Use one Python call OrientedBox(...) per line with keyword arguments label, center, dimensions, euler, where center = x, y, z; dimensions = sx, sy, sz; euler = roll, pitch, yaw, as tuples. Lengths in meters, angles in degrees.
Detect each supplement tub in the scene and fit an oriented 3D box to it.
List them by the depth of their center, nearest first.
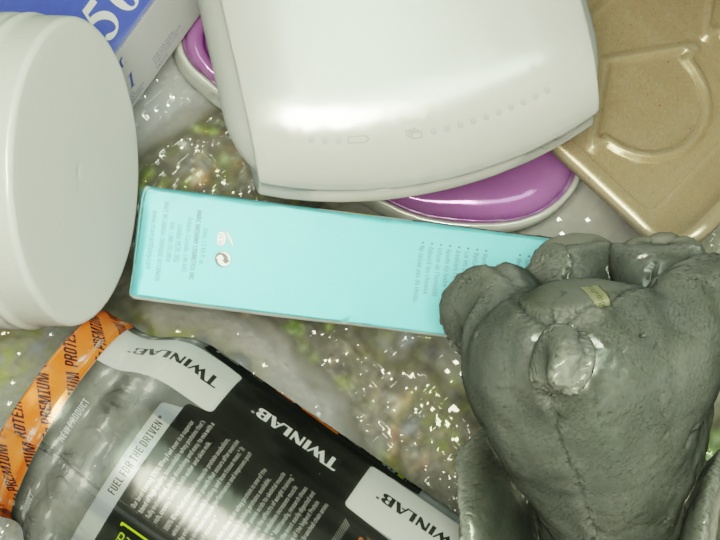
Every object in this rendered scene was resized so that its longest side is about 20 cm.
OrientedBox(label="supplement tub", center=(-0.207, -0.042, 0.937), dimensions=(0.199, 0.132, 0.133), euler=(1, 74, 17))
OrientedBox(label="supplement tub", center=(-0.053, 0.111, 0.940), dimensions=(0.200, 0.123, 0.123), euler=(34, 75, 4))

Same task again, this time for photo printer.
OrientedBox(label="photo printer", center=(0.010, -0.131, 0.967), dimensions=(0.165, 0.069, 0.201), euler=(-11, 77, -6))

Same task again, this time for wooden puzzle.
OrientedBox(label="wooden puzzle", center=(0.129, -0.122, 1.047), dimensions=(0.200, 0.046, 0.185), euler=(41, 65, 12))

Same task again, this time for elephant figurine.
OrientedBox(label="elephant figurine", center=(0.104, 0.095, 0.892), dimensions=(0.155, 0.141, 0.201), euler=(-14, 108, -30))

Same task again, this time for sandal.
OrientedBox(label="sandal", center=(0.006, -0.074, 1.031), dimensions=(0.202, 0.050, 0.083), euler=(21, 75, 2))

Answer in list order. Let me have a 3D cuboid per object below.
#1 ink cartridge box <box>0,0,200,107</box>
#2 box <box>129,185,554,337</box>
OrientedBox(label="ink cartridge box", center=(-0.108, -0.156, 1.036), dimensions=(0.094, 0.044, 0.200), euler=(27, 74, 22))
OrientedBox(label="box", center=(0.000, 0.000, 0.986), dimensions=(0.199, 0.082, 0.049), euler=(7, 90, -5))
